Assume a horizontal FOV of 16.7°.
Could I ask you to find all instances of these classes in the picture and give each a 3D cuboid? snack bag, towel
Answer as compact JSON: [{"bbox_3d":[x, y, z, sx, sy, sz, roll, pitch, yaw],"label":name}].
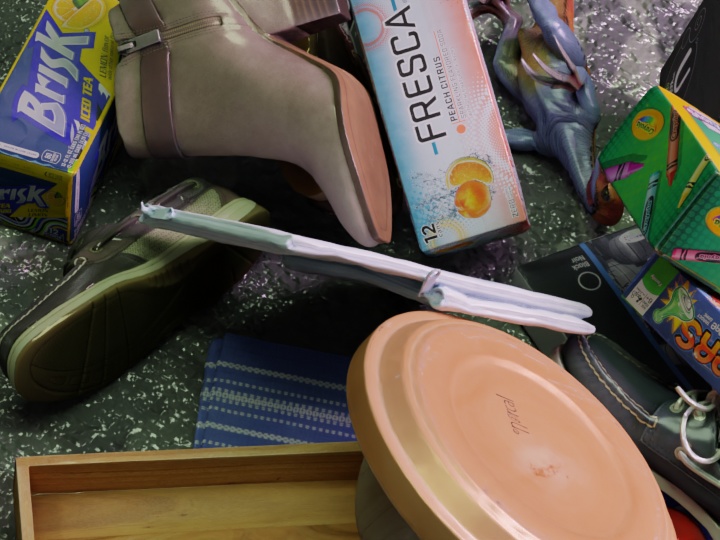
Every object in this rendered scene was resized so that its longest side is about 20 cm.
[{"bbox_3d":[0.000,0.000,1.336,0.199,0.022,0.188,14,0,-31],"label":"snack bag"},{"bbox_3d":[-0.026,0.126,1.346,0.144,0.024,0.201,10,51,-2],"label":"towel"}]

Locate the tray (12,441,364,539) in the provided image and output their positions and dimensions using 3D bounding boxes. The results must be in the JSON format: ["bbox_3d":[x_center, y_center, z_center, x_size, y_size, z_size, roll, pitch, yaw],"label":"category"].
[{"bbox_3d":[-0.078,0.143,1.283,0.199,0.037,0.099,-2,53,-12],"label":"tray"}]

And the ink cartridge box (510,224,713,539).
[{"bbox_3d":[0.176,0.063,1.417,0.099,0.039,0.200,-19,55,-24],"label":"ink cartridge box"}]

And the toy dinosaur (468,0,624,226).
[{"bbox_3d":[0.134,-0.115,1.536,0.199,0.105,0.182,-24,75,-39],"label":"toy dinosaur"}]

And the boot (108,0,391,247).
[{"bbox_3d":[-0.069,-0.092,1.429,0.145,0.070,0.201,-15,71,13],"label":"boot"}]

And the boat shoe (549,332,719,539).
[{"bbox_3d":[0.188,0.097,1.313,0.200,0.062,0.075,46,32,12],"label":"boat shoe"}]

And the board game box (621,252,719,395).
[{"bbox_3d":[0.242,0.052,1.361,0.135,0.035,0.200,47,19,28],"label":"board game box"}]

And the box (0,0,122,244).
[{"bbox_3d":[-0.173,-0.114,1.498,0.070,0.064,0.201,16,49,5],"label":"box"}]

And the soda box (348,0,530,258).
[{"bbox_3d":[0.042,-0.111,1.457,0.068,0.064,0.201,-16,84,5],"label":"soda box"}]

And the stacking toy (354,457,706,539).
[{"bbox_3d":[0.098,0.135,1.292,0.199,0.085,0.086,20,43,-28],"label":"stacking toy"}]

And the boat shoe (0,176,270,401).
[{"bbox_3d":[-0.138,0.007,1.399,0.066,0.072,0.201,34,47,26],"label":"boat shoe"}]

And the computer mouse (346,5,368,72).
[{"bbox_3d":[0.021,-0.163,1.561,0.044,0.110,0.201,-1,60,-25],"label":"computer mouse"}]

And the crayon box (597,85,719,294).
[{"bbox_3d":[0.236,-0.012,1.356,0.199,0.058,0.119,30,18,-23],"label":"crayon box"}]

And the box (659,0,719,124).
[{"bbox_3d":[0.290,-0.082,1.482,0.199,0.125,0.149,17,47,-9],"label":"box"}]

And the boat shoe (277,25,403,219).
[{"bbox_3d":[-0.028,-0.109,1.522,0.070,0.070,0.201,22,39,-43],"label":"boat shoe"}]

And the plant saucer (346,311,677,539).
[{"bbox_3d":[0.082,0.095,1.214,0.200,0.032,0.201,31,28,-19],"label":"plant saucer"}]
